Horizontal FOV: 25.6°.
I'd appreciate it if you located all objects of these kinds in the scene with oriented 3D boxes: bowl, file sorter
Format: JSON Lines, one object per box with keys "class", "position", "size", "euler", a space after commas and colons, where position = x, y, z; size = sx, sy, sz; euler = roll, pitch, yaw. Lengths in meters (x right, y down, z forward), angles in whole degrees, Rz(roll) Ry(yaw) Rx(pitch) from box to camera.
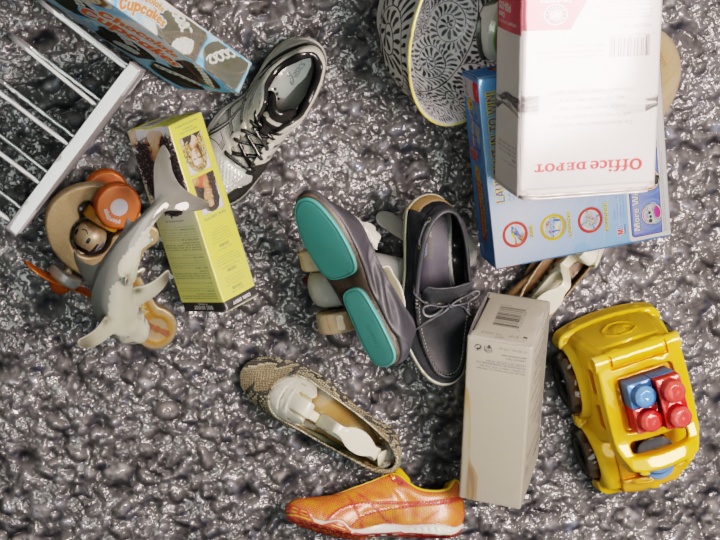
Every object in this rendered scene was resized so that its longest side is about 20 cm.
{"class": "bowl", "position": [0.079, -0.258, 1.614], "size": [0.200, 0.094, 0.202], "euler": [-31, 133, -39]}
{"class": "file sorter", "position": [-0.321, -0.156, 1.564], "size": [0.124, 0.139, 0.201], "euler": [38, 92, -9]}

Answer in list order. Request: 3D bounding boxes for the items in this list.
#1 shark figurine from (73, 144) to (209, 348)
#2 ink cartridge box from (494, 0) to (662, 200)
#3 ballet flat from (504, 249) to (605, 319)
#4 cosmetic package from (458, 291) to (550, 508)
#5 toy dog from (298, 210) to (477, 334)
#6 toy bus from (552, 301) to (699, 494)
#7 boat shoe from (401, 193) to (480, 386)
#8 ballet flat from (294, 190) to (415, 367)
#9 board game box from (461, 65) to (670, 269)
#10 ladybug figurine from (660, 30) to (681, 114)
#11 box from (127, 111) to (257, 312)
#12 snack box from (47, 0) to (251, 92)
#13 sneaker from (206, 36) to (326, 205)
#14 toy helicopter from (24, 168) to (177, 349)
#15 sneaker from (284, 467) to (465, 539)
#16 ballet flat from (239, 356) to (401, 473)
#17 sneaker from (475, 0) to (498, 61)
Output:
{"class": "shark figurine", "position": [-0.242, -0.012, 1.559], "size": [0.089, 0.128, 0.216], "euler": [38, 125, 24]}
{"class": "ink cartridge box", "position": [0.208, -0.177, 1.526], "size": [0.144, 0.085, 0.202], "euler": [-4, 105, -13]}
{"class": "ballet flat", "position": [0.216, -0.001, 1.703], "size": [0.068, 0.072, 0.200], "euler": [39, 91, -18]}
{"class": "cosmetic package", "position": [0.151, 0.136, 1.664], "size": [0.070, 0.105, 0.202], "euler": [9, 118, 14]}
{"class": "toy dog", "position": [0.017, 0.004, 1.679], "size": [0.198, 0.096, 0.133], "euler": [7, 95, -25]}
{"class": "toy bus", "position": [0.303, 0.153, 1.683], "size": [0.134, 0.192, 0.202], "euler": [-17, 103, -7]}
{"class": "boat shoe", "position": [0.082, 0.023, 1.624], "size": [0.074, 0.062, 0.202], "euler": [-9, 103, -24]}
{"class": "ballet flat", "position": [0.000, 0.000, 1.587], "size": [0.073, 0.073, 0.201], "euler": [-29, 102, -3]}
{"class": "board game box", "position": [0.212, -0.119, 1.618], "size": [0.194, 0.056, 0.202], "euler": [-10, 108, -11]}
{"class": "ladybug figurine", "position": [0.244, -0.185, 1.676], "size": [0.199, 0.072, 0.136], "euler": [-32, 111, -4]}
{"class": "box", "position": [-0.172, -0.058, 1.625], "size": [0.050, 0.075, 0.202], "euler": [-29, 108, -40]}
{"class": "snack box", "position": [-0.213, -0.237, 1.537], "size": [0.199, 0.116, 0.037], "euler": [33, 76, -38]}
{"class": "sneaker", "position": [-0.104, -0.154, 1.623], "size": [0.075, 0.088, 0.201], "euler": [31, 95, -14]}
{"class": "toy helicopter", "position": [-0.259, 0.003, 1.633], "size": [0.132, 0.079, 0.201], "euler": [-34, 115, -9]}
{"class": "sneaker", "position": [0.014, 0.254, 1.726], "size": [0.198, 0.073, 0.078], "euler": [2, 77, -13]}
{"class": "ballet flat", "position": [-0.037, 0.156, 1.688], "size": [0.199, 0.075, 0.068], "euler": [32, 94, -12]}
{"class": "sneaker", "position": [0.208, -0.255, 1.624], "size": [0.199, 0.088, 0.078], "euler": [-32, 133, -36]}
